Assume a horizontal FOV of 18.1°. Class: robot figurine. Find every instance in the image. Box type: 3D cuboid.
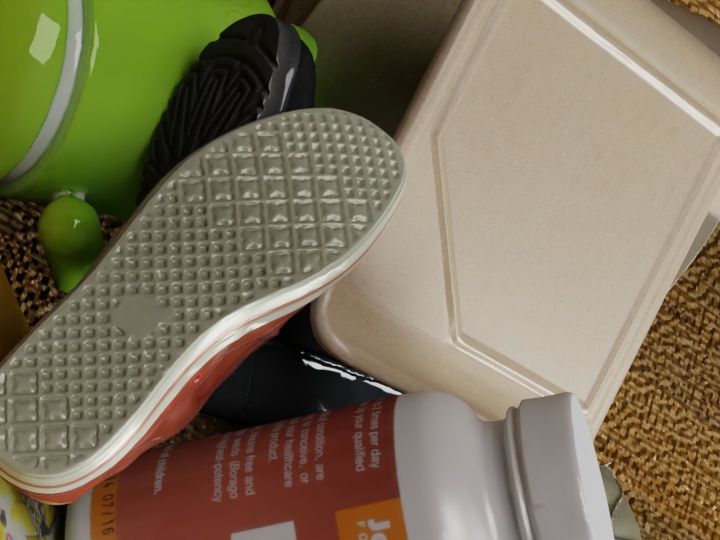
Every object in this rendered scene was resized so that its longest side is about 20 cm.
[{"bbox_3d":[-0.114,-0.083,0.956,0.200,0.116,0.176,9,68,-38],"label":"robot figurine"}]

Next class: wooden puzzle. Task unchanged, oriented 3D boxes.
[{"bbox_3d":[0.073,-0.030,0.944,0.185,0.037,0.200,30,81,-43],"label":"wooden puzzle"}]

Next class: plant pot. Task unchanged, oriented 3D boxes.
[{"bbox_3d":[0.056,-0.083,1.076,0.200,0.187,0.187,32,60,-16],"label":"plant pot"}]

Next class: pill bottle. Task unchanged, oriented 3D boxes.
[{"bbox_3d":[-0.005,0.109,0.880,0.112,0.200,0.112,-14,90,-80],"label":"pill bottle"}]

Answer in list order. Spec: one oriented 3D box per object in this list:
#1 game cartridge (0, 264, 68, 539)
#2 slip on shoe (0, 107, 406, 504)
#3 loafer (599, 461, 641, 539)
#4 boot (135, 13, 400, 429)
[{"bbox_3d":[-0.141,0.074,0.841,0.200,0.032,0.176,-94,166,-57],"label":"game cartridge"},{"bbox_3d":[-0.062,0.011,0.836,0.074,0.061,0.200,41,68,11],"label":"slip on shoe"},{"bbox_3d":[0.055,0.112,1.088,0.200,0.075,0.070,17,55,-38],"label":"loafer"},{"bbox_3d":[0.000,0.001,0.946,0.200,0.066,0.165,21,95,-37],"label":"boot"}]
